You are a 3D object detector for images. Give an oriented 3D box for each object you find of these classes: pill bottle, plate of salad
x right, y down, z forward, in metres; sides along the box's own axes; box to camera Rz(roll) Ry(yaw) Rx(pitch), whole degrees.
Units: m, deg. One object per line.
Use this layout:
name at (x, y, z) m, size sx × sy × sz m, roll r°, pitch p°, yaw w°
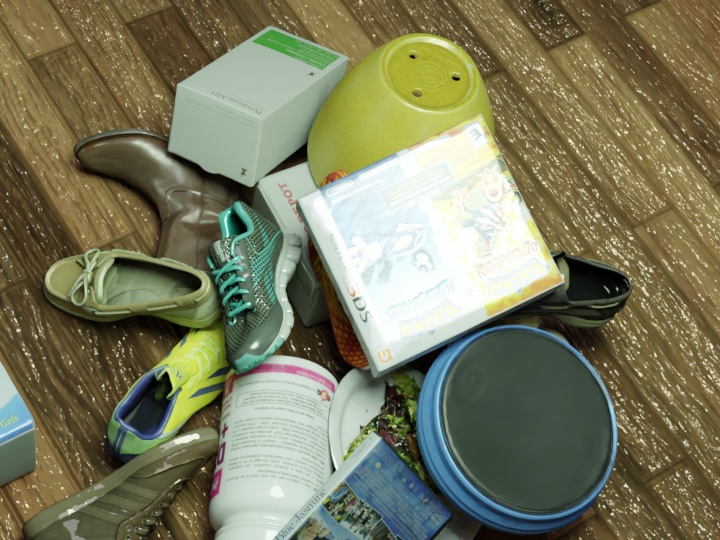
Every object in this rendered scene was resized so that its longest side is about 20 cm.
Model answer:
pill bottle at (-0.082, 0.191, 1.478) m, size 0.112 × 0.114 × 0.202 m, roll 9°, pitch 57°, yaw -6°
plate of salad at (0.054, 0.174, 1.517) m, size 0.199 × 0.048 × 0.202 m, roll 24°, pitch 48°, yaw -30°

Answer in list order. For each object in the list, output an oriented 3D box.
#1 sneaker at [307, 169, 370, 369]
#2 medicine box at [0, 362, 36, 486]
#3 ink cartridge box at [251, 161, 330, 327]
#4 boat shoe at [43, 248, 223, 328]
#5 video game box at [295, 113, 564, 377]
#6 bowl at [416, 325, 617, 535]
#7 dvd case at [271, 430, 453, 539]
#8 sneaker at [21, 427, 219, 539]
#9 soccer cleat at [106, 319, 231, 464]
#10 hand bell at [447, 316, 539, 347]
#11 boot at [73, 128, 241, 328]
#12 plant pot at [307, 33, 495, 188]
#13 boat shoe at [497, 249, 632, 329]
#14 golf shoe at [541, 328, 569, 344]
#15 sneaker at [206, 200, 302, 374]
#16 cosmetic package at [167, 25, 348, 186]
sneaker at (0.000, 0.000, 1.556) m, size 0.077 × 0.073 × 0.202 m, roll -4°, pitch 78°, yaw -39°
medicine box at (-0.423, 0.124, 1.456) m, size 0.181 × 0.103 × 0.201 m, roll -26°, pitch 67°, yaw -25°
ink cartridge box at (0.002, -0.049, 1.662) m, size 0.199 × 0.088 × 0.146 m, roll -20°, pitch 64°, yaw -24°
boat shoe at (-0.228, 0.013, 1.555) m, size 0.199 × 0.063 × 0.074 m, roll 10°, pitch 72°, yaw 21°
video game box at (0.064, -0.024, 1.493) m, size 0.199 × 0.047 × 0.183 m, roll -25°, pitch 84°, yaw -7°
bowl at (0.151, 0.144, 1.482) m, size 0.199 × 0.039 × 0.203 m, roll 8°, pitch 65°, yaw -18°
dvd case at (-0.018, 0.253, 1.406) m, size 0.200 × 0.143 × 0.018 m, roll -47°, pitch 41°, yaw -7°
sneaker at (-0.208, 0.218, 1.454) m, size 0.199 × 0.070 × 0.076 m, roll -29°, pitch 82°, yaw -4°
soccer cleat at (-0.172, 0.104, 1.531) m, size 0.064 × 0.084 × 0.200 m, roll 33°, pitch 57°, yaw 10°
hand bell at (0.100, 0.100, 1.552) m, size 0.103 × 0.105 × 0.201 m, roll 25°, pitch 43°, yaw 5°
boot at (-0.211, -0.042, 1.634) m, size 0.184 × 0.064 × 0.202 m, roll 4°, pitch 62°, yaw -7°
plant pot at (0.054, -0.155, 1.604) m, size 0.198 × 0.142 × 0.202 m, roll 6°, pitch 55°, yaw -9°
boat shoe at (0.179, 0.006, 1.556) m, size 0.198 × 0.073 × 0.075 m, roll 5°, pitch 63°, yaw -25°
golf shoe at (0.195, 0.134, 1.582) m, size 0.077 × 0.098 × 0.202 m, roll 8°, pitch 56°, yaw -5°
sneaker at (-0.114, 0.013, 1.504) m, size 0.091 × 0.077 × 0.201 m, roll 42°, pitch 29°, yaw -28°
cosmetic package at (-0.106, -0.176, 1.675) m, size 0.107 × 0.085 × 0.200 m, roll 23°, pitch 33°, yaw 15°
